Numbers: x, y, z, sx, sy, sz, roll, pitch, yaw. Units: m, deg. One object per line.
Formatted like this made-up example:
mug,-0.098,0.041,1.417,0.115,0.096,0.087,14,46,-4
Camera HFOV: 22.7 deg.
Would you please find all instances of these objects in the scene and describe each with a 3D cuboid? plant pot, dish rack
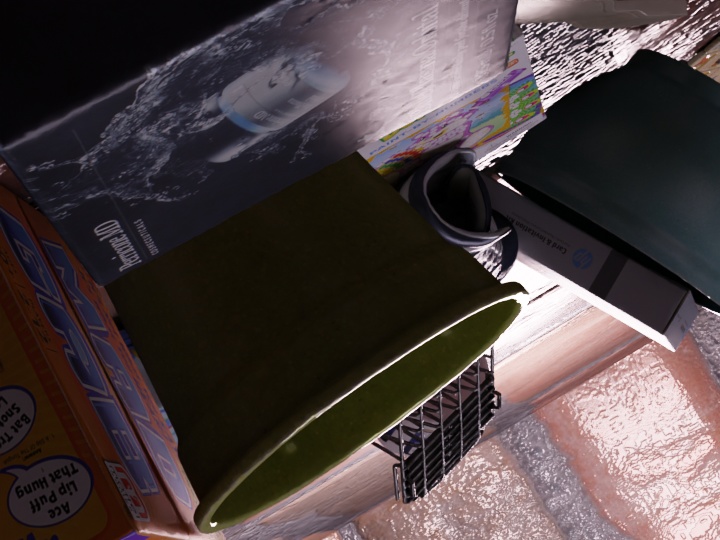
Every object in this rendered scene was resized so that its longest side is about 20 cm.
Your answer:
plant pot,-0.049,0.000,0.906,0.200,0.184,0.200,-35,168,-8
dish rack,0.057,0.083,1.458,0.153,0.054,0.201,-39,138,-38
plant pot,0.216,-0.075,1.295,0.134,0.200,0.200,-58,166,0

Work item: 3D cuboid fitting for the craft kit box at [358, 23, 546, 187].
craft kit box,0.013,-0.081,1.088,0.200,0.049,0.198,-31,165,4

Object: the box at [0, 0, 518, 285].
box,-0.050,-0.107,0.663,0.200,0.118,0.197,-28,168,-5

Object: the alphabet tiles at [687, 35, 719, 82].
alphabet tiles,0.304,-0.171,1.478,0.166,0.006,0.200,-18,163,-45

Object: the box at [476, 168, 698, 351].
box,0.153,-0.011,1.332,0.041,0.200,0.156,-58,166,1

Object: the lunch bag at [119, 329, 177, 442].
lunch bag,-0.156,0.095,1.299,0.161,0.083,0.200,-38,166,36

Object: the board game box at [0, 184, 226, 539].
board game box,-0.213,0.093,0.879,0.200,0.200,0.200,-29,167,1

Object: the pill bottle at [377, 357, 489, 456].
pill bottle,0.065,0.136,1.907,0.111,0.111,0.200,-26,168,-16

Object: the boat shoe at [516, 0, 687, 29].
boat shoe,0.114,-0.167,0.967,0.072,0.063,0.200,-5,180,36

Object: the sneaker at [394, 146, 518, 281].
sneaker,0.069,-0.029,1.162,0.108,0.070,0.200,-36,163,34
